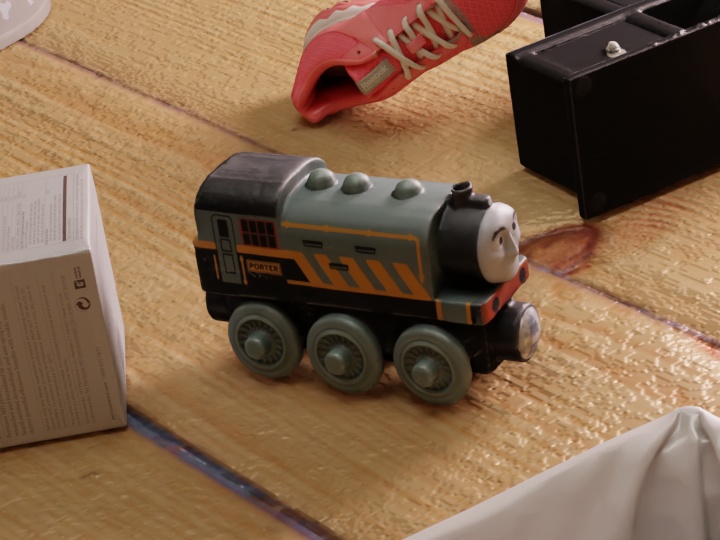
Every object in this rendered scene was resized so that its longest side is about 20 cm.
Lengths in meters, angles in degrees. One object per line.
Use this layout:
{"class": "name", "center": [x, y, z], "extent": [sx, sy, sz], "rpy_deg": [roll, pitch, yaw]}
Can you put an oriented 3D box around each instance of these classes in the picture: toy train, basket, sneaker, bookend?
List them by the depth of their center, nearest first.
{"class": "basket", "center": [0.099, 0.160, 0.944], "extent": [0.199, 0.124, 0.135], "rpy_deg": [-22, 29, -25]}
{"class": "toy train", "center": [0.000, 0.000, 1.297], "extent": [0.199, 0.115, 0.085], "rpy_deg": [7, 32, 30]}
{"class": "bookend", "center": [0.160, -0.134, 1.529], "extent": [0.198, 0.093, 0.200], "rpy_deg": [-22, 29, -23]}
{"class": "sneaker", "center": [0.032, -0.147, 1.589], "extent": [0.199, 0.074, 0.087], "rpy_deg": [-25, 27, 40]}

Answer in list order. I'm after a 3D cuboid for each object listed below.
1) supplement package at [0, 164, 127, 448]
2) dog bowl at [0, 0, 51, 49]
{"class": "supplement package", "center": [-0.233, 0.029, 1.321], "extent": [0.198, 0.110, 0.114], "rpy_deg": [-10, 27, -1]}
{"class": "dog bowl", "center": [-0.341, -0.212, 1.883], "extent": [0.198, 0.059, 0.200], "rpy_deg": [-7, 28, 4]}
